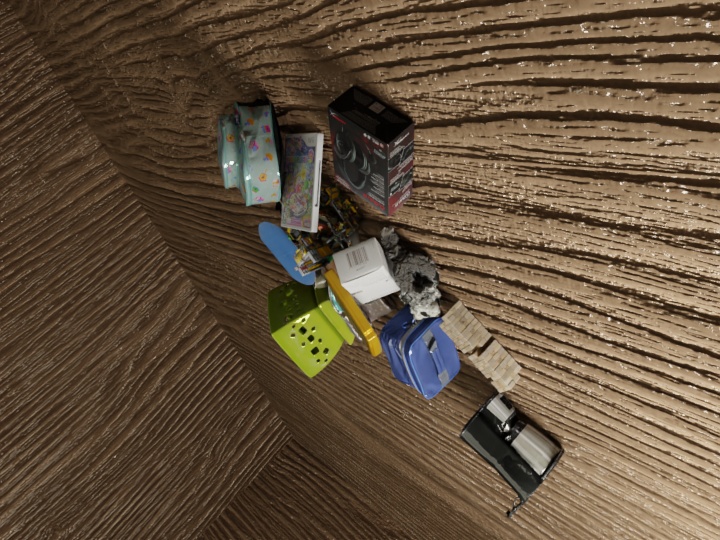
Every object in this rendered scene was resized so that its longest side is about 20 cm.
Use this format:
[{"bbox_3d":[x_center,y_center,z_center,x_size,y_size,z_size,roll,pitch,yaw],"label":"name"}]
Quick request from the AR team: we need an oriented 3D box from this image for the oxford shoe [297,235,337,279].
[{"bbox_3d":[-0.091,-0.056,1.518,0.071,0.071,0.201,-37,98,25],"label":"oxford shoe"}]

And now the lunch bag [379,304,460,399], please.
[{"bbox_3d":[0.143,0.180,1.414,0.131,0.135,0.203,23,146,47],"label":"lunch bag"}]

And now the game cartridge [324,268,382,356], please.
[{"bbox_3d":[-0.015,0.099,1.384,0.178,0.032,0.200,55,176,18],"label":"game cartridge"}]

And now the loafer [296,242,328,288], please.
[{"bbox_3d":[-0.137,-0.017,1.665,0.200,0.068,0.077,41,142,47],"label":"loafer"}]

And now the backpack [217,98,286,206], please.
[{"bbox_3d":[-0.237,-0.247,1.352,0.177,0.149,0.205,113,141,-64],"label":"backpack"}]

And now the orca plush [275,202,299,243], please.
[{"bbox_3d":[-0.169,-0.097,1.587,0.105,0.071,0.200,46,177,41],"label":"orca plush"}]

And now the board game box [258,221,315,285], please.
[{"bbox_3d":[-0.173,-0.054,1.553,0.201,0.039,0.157,51,155,-12],"label":"board game box"}]

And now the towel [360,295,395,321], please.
[{"bbox_3d":[-0.006,0.048,1.620,0.192,0.032,0.200,51,158,-2],"label":"towel"}]

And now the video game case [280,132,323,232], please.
[{"bbox_3d":[-0.130,-0.193,1.343,0.142,0.018,0.207,14,102,54],"label":"video game case"}]

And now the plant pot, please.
[{"bbox_3d":[-0.130,0.133,1.706,0.201,0.179,0.201,54,-171,-34],"label":"plant pot"}]

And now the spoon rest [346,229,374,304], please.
[{"bbox_3d":[0.000,0.000,1.465,0.061,0.097,0.204,-111,4,-58],"label":"spoon rest"}]

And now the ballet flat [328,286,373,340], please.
[{"bbox_3d":[-0.034,0.097,1.626,0.071,0.072,0.203,4,128,59],"label":"ballet flat"}]

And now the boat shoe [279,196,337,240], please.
[{"bbox_3d":[-0.133,-0.157,1.501,0.200,0.070,0.063,44,116,24],"label":"boat shoe"}]

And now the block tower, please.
[{"bbox_3d":[0.250,0.160,1.295,0.201,0.054,0.058,49,156,4],"label":"block tower"}]

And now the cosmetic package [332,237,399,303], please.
[{"bbox_3d":[0.017,0.005,1.321,0.200,0.099,0.076,46,-155,-68],"label":"cosmetic package"}]

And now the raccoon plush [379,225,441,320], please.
[{"bbox_3d":[0.116,0.009,1.320,0.135,0.094,0.205,65,-173,-64],"label":"raccoon plush"}]

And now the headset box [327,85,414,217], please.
[{"bbox_3d":[0.021,-0.207,1.124,0.148,0.077,0.202,38,153,25],"label":"headset box"}]

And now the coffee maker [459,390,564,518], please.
[{"bbox_3d":[0.318,0.404,1.370,0.199,0.193,0.135,41,173,21],"label":"coffee maker"}]

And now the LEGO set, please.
[{"bbox_3d":[-0.103,-0.086,1.381,0.199,0.115,0.156,-35,83,38],"label":"LEGO set"}]
